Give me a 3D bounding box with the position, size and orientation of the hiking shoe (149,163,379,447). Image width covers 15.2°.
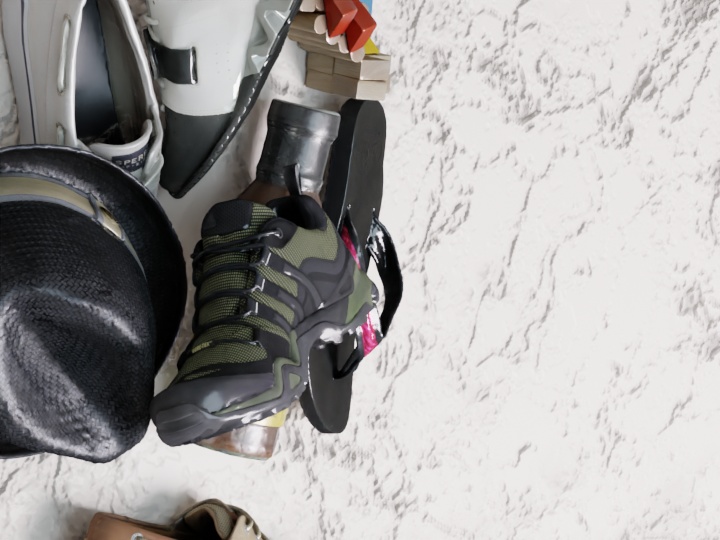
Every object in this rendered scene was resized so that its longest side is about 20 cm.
[{"bbox_3d":[-0.067,0.018,1.407,0.101,0.076,0.200,62,31,-12],"label":"hiking shoe"}]

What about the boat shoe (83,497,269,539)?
[{"bbox_3d":[-0.079,0.169,1.538,0.200,0.076,0.072,6,96,-45],"label":"boat shoe"}]

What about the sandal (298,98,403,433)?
[{"bbox_3d":[0.000,0.000,1.564,0.075,0.045,0.200,-11,111,-71],"label":"sandal"}]

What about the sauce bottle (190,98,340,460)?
[{"bbox_3d":[-0.055,0.004,1.518,0.065,0.065,0.200,13,92,-44],"label":"sauce bottle"}]

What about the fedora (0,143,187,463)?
[{"bbox_3d":[-0.162,0.036,1.370,0.201,0.092,0.201,-15,128,-20],"label":"fedora"}]

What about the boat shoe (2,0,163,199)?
[{"bbox_3d":[-0.134,-0.067,1.420,0.072,0.066,0.200,-22,116,-37],"label":"boat shoe"}]

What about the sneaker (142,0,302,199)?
[{"bbox_3d":[-0.084,-0.130,1.436,0.074,0.088,0.200,-66,-178,-56],"label":"sneaker"}]

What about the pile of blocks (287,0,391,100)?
[{"bbox_3d":[-0.024,-0.167,1.496,0.082,0.062,0.200,-56,132,-15],"label":"pile of blocks"}]
